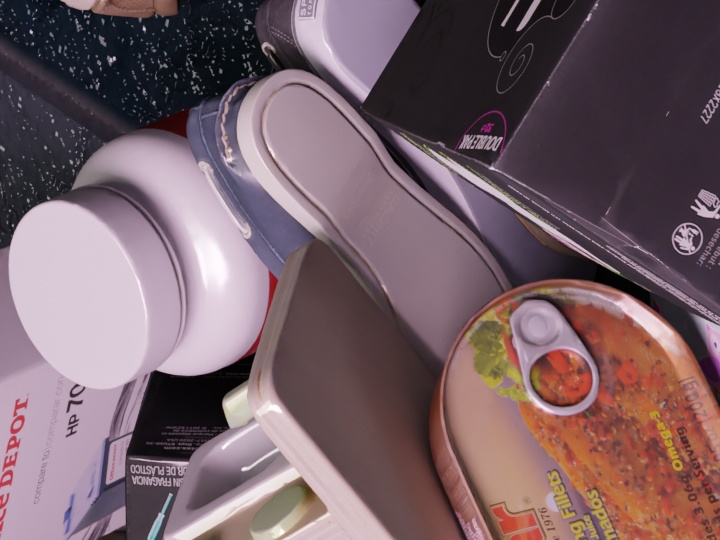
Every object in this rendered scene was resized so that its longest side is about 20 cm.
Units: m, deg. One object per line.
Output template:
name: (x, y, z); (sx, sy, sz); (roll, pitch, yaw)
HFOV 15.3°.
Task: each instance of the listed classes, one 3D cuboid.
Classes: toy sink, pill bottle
toy sink: (-0.010, 0.113, 1.076); (0.112, 0.131, 0.200); (-31, 110, 21)
pill bottle: (-0.058, -0.020, 1.205); (0.112, 0.200, 0.113); (18, 120, 35)

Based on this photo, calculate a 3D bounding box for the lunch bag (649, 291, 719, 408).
lunch bag: (0.194, 0.027, 1.036); (0.200, 0.077, 0.161); (135, 125, -61)

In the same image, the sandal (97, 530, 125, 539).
sandal: (-0.042, 0.187, 1.366); (0.212, 0.078, 0.070); (46, 102, 8)

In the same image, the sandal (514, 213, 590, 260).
sandal: (0.100, -0.094, 1.112); (0.054, 0.080, 0.201); (-103, 20, -64)

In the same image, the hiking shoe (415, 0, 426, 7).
hiking shoe: (-0.005, -0.146, 1.172); (0.200, 0.100, 0.076); (40, 131, 22)

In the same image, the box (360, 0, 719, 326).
box: (0.106, -0.079, 0.987); (0.124, 0.149, 0.200); (32, -179, -16)

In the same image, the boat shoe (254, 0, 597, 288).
boat shoe: (0.026, -0.053, 1.169); (0.066, 0.070, 0.200); (-3, 141, 50)

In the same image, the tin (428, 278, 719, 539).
tin: (0.098, 0.100, 1.043); (0.201, 0.111, 0.042); (66, 157, 17)

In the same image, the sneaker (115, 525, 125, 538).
sneaker: (-0.136, 0.162, 1.445); (0.082, 0.074, 0.201); (-28, 87, 43)

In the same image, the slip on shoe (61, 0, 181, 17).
slip on shoe: (-0.089, -0.207, 1.255); (0.060, 0.076, 0.201); (15, 117, -9)

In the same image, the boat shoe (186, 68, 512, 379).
boat shoe: (0.000, 0.000, 1.135); (0.062, 0.075, 0.200); (-8, 133, 50)

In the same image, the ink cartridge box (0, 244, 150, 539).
ink cartridge box: (-0.146, 0.059, 1.318); (0.086, 0.200, 0.147); (35, 128, 26)

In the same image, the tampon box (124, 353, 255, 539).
tampon box: (-0.026, 0.150, 1.237); (0.149, 0.126, 0.201); (0, 112, 4)
